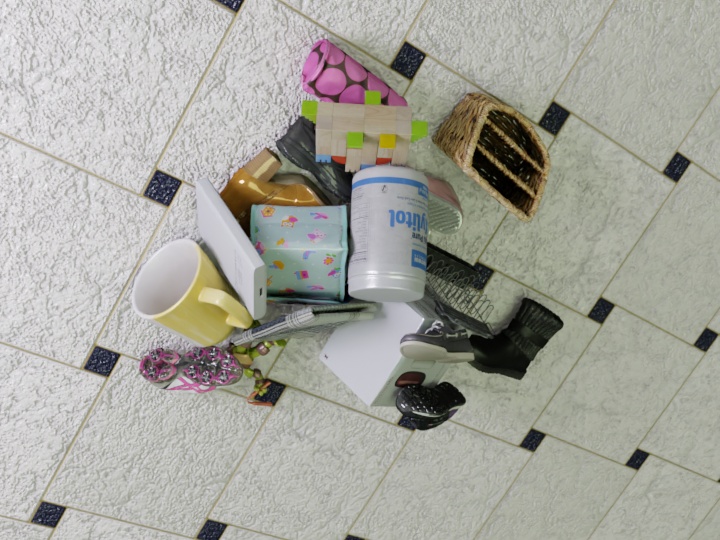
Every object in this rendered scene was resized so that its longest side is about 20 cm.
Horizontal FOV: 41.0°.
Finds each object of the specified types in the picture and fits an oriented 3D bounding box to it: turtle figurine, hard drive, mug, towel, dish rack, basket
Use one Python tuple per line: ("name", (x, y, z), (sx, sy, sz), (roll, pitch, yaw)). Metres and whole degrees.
("turtle figurine", (-0.206, 0.161, 1.746), (0.199, 0.065, 0.161), (35, 120, -22))
("hard drive", (-0.208, -0.035, 1.542), (0.026, 0.201, 0.133), (-22, 148, -23))
("mug", (-0.273, 0.062, 1.608), (0.149, 0.187, 0.153), (-40, 133, 5))
("towel", (-0.090, 0.094, 1.633), (0.191, 0.035, 0.199), (-21, 170, 34))
("dish rack", (0.177, 0.039, 1.768), (0.152, 0.201, 0.055), (24, 114, -31))
("basket", (0.253, -0.207, 1.696), (0.199, 0.149, 0.143), (36, 100, -32))

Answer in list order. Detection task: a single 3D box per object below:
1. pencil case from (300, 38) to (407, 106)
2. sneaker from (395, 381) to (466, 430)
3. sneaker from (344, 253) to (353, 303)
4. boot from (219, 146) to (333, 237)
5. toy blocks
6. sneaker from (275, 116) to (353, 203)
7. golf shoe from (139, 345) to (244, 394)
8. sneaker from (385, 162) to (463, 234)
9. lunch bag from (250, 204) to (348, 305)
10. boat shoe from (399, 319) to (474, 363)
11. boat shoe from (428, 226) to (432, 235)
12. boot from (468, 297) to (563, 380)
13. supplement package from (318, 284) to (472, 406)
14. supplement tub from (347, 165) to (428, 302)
("pencil case", (-0.013, -0.289, 1.581), (0.199, 0.091, 0.094), (33, 108, -30))
("sneaker", (0.116, 0.262, 1.751), (0.199, 0.076, 0.088), (7, 125, -55))
("sneaker", (0.000, 0.000, 1.740), (0.073, 0.082, 0.201), (36, 98, -31))
("boot", (-0.144, -0.104, 1.641), (0.144, 0.071, 0.200), (-45, 121, 12))
("toy blocks", (0.003, -0.208, 1.547), (0.196, 0.102, 0.137), (3, 157, -2))
("sneaker", (-0.049, -0.186, 1.630), (0.199, 0.076, 0.091), (37, 89, -37))
("golf shoe", (-0.283, 0.178, 1.683), (0.197, 0.074, 0.092), (1, 152, 24))
("sneaker", (0.099, -0.143, 1.721), (0.199, 0.105, 0.076), (34, 112, -3))
("lunch bag", (-0.105, -0.007, 1.617), (0.167, 0.123, 0.202), (1, 138, -5))
("boat shoe", (0.128, 0.119, 1.646), (0.072, 0.064, 0.199), (-14, 162, 35))
("boat shoe", (0.078, -0.040, 1.707), (0.199, 0.069, 0.072), (-30, 133, -42))
("boot", (0.298, 0.126, 1.931), (0.209, 0.080, 0.159), (16, 117, -40))
("supplement package", (0.069, 0.131, 1.759), (0.199, 0.147, 0.193), (11, 114, -56))
("supplement tub", (0.046, -0.058, 1.577), (0.130, 0.132, 0.204), (7, 77, -25))
